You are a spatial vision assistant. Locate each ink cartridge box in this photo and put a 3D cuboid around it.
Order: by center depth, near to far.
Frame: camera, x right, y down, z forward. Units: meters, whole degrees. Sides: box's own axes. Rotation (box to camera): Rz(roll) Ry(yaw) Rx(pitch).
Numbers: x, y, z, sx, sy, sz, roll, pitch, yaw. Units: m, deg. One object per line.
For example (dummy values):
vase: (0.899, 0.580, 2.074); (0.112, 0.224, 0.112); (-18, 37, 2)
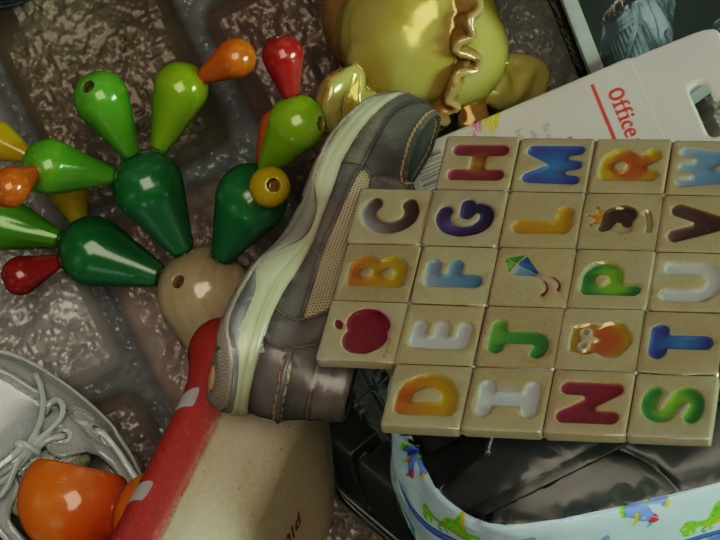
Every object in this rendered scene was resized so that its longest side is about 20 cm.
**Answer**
ink cartridge box: (0.096, -0.022, 1.294); (0.200, 0.067, 0.117); (-22, 42, 7)

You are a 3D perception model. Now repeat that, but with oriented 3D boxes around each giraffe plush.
giraffe plush: (0.032, -0.149, 1.333); (0.172, 0.200, 0.163); (0, 110, -2)

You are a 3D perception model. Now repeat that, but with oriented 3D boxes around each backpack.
backpack: (0.108, 0.062, 1.181); (0.200, 0.154, 0.163); (-15, 62, -19)

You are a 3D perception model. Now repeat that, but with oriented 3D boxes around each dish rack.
dish rack: (0.091, 0.059, 1.307); (0.200, 0.055, 0.153); (-41, 46, -13)

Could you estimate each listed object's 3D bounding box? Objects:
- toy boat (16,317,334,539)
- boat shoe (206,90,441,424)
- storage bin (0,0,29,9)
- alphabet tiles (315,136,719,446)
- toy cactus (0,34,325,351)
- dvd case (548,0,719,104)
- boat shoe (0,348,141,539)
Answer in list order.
toy boat: (-0.093, 0.110, 1.255); (0.130, 0.131, 0.200); (11, 51, 18)
boat shoe: (0.000, 0.000, 1.231); (0.073, 0.075, 0.200); (22, 49, 9)
storage bin: (-0.260, -0.190, 1.360); (0.199, 0.094, 0.136); (-11, 81, -1)
alphabet tiles: (0.087, 0.004, 1.150); (0.199, 0.006, 0.167); (1, 48, 15)
toy cactus: (-0.090, -0.019, 1.324); (0.200, 0.102, 0.165); (-21, 105, 18)
dvd case: (0.154, -0.159, 1.310); (0.150, 0.200, 0.025); (-35, 52, -5)
boat shoe: (-0.131, 0.119, 1.324); (0.074, 0.065, 0.202); (-36, 83, -5)
